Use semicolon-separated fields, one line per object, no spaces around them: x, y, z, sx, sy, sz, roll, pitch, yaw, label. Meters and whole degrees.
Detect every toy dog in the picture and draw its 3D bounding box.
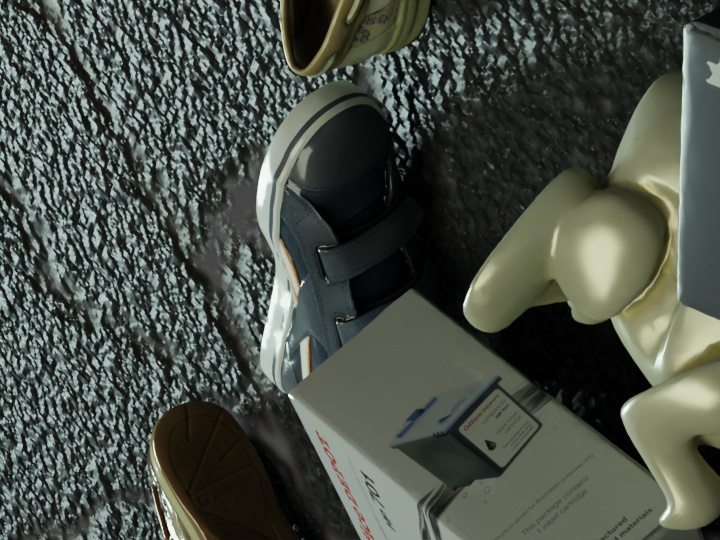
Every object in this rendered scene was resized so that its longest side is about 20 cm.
0.179;0.021;1.231;0.200;0.139;0.194;43;102;22;toy dog

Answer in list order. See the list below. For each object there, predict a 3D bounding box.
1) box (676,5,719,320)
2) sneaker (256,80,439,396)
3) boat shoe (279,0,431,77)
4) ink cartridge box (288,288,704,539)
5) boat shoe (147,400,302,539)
0.245;-0.042;1.046;0.199;0.198;0.124;25;130;36;box
0.000;0.000;1.437;0.079;0.078;0.201;40;149;30;sneaker
-0.003;-0.180;1.336;0.073;0.063;0.201;24;129;37;boat shoe
0.074;0.121;1.365;0.200;0.086;0.147;36;160;41;ink cartridge box
-0.064;0.171;1.618;0.201;0.072;0.072;62;152;10;boat shoe
